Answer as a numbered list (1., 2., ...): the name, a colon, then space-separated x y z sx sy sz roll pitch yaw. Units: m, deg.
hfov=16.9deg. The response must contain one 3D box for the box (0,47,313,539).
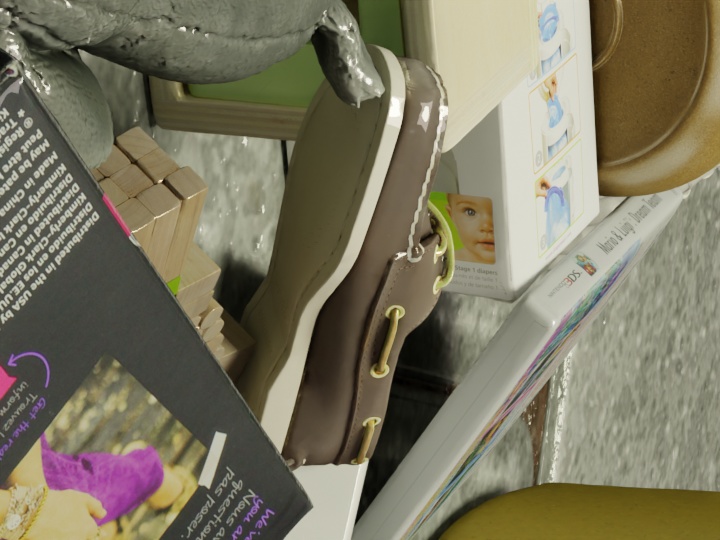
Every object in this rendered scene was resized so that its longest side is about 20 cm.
1. box: -0.116 0.024 0.646 0.106 0.122 0.200 -47 141 -16

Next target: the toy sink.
1. toy sink: -0.015 -0.158 0.927 0.112 0.130 0.201 -44 135 -54

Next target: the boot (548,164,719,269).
1. boot: 0.154 -0.061 1.272 0.096 0.199 0.074 74 2 -51

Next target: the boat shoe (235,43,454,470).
1. boat shoe: 0.000 0.000 0.914 0.072 0.059 0.201 -107 -152 -47

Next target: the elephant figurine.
1. elephant figurine: -0.093 -0.103 0.753 0.200 0.154 0.143 -46 138 -64

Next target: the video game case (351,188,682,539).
1. video game case: 0.066 0.057 1.151 0.200 0.024 0.182 -55 171 31

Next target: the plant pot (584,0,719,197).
1. plant pot: 0.095 -0.123 1.100 0.027 0.199 0.201 -35 127 -46

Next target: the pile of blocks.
1. pile of blocks: -0.094 0.009 0.872 0.082 0.062 0.200 -42 160 -12

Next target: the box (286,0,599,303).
1. box: 0.033 -0.103 1.063 0.101 0.112 0.201 -41 133 -53

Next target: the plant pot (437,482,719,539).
1. plant pot: 0.132 0.216 1.275 0.200 0.194 0.195 -61 147 -53

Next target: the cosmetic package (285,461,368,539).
1. cosmetic package: -0.027 0.098 1.018 0.083 0.050 0.201 103 0 -75
